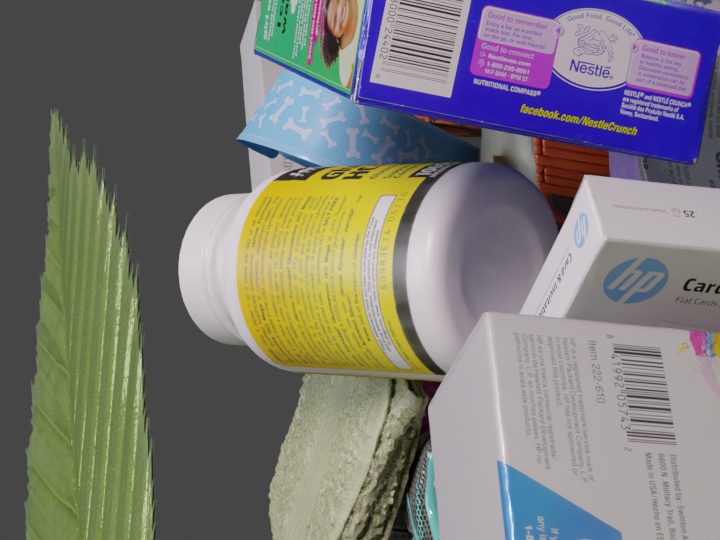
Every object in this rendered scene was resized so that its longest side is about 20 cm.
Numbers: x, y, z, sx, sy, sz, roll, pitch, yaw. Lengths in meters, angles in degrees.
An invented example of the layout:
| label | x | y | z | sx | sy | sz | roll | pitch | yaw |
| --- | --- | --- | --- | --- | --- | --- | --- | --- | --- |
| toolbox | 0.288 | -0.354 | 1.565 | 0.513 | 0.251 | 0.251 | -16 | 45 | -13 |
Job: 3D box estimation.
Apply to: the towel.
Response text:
| label | x | y | z | sx | sy | sz | roll | pitch | yaw |
| --- | --- | --- | --- | --- | --- | --- | --- | --- | --- |
| towel | -0.012 | 0.110 | 1.284 | 0.149 | 0.036 | 0.201 | -111 | 33 | -55 |

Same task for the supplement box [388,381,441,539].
| label | x | y | z | sx | sy | sz | roll | pitch | yaw |
| --- | --- | --- | --- | --- | --- | --- | --- | --- | --- |
| supplement box | 0.046 | 0.088 | 1.330 | 0.101 | 0.103 | 0.201 | 164 | 112 | -71 |

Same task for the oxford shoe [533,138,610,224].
| label | x | y | z | sx | sy | sz | roll | pitch | yaw |
| --- | --- | --- | --- | --- | --- | --- | --- | --- | --- |
| oxford shoe | 0.136 | -0.122 | 1.201 | 0.073 | 0.071 | 0.201 | -17 | -61 | -88 |

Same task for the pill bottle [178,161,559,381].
| label | x | y | z | sx | sy | sz | roll | pitch | yaw |
| --- | --- | --- | --- | --- | --- | --- | --- | --- | --- |
| pill bottle | 0.000 | 0.000 | 1.172 | 0.199 | 0.112 | 0.113 | 1 | 84 | 42 |

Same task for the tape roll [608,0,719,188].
| label | x | y | z | sx | sy | sz | roll | pitch | yaw |
| --- | --- | --- | --- | --- | --- | --- | --- | --- | --- |
| tape roll | 0.183 | -0.083 | 1.008 | 0.200 | 0.065 | 0.201 | -173 | 90 | -74 |

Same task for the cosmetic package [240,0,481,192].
| label | x | y | z | sx | sy | sz | roll | pitch | yaw |
| --- | --- | --- | --- | --- | --- | --- | --- | --- | --- |
| cosmetic package | 0.003 | -0.083 | 1.450 | 0.052 | 0.150 | 0.201 | 117 | 154 | -48 |

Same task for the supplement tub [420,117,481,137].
| label | x | y | z | sx | sy | sz | roll | pitch | yaw |
| --- | --- | --- | --- | --- | --- | --- | --- | --- | --- |
| supplement tub | 0.049 | -0.189 | 1.385 | 0.122 | 0.122 | 0.201 | -176 | 91 | -73 |

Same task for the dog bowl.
| label | x | y | z | sx | sy | sz | roll | pitch | yaw |
| --- | --- | --- | --- | --- | --- | --- | --- | --- | --- |
| dog bowl | 0.017 | -0.066 | 1.300 | 0.111 | 0.200 | 0.050 | 19 | 87 | 44 |

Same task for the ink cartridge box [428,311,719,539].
| label | x | y | z | sx | sy | sz | roll | pitch | yaw |
| --- | --- | --- | --- | --- | --- | --- | --- | --- | --- |
| ink cartridge box | 0.137 | 0.104 | 0.866 | 0.085 | 0.199 | 0.145 | 116 | 155 | -54 |

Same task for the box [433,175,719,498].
| label | x | y | z | sx | sy | sz | roll | pitch | yaw |
| --- | --- | --- | --- | --- | --- | --- | --- | --- | --- |
| box | 0.136 | 0.049 | 0.960 | 0.041 | 0.155 | 0.201 | -103 | 26 | -43 |

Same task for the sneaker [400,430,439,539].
| label | x | y | z | sx | sy | sz | roll | pitch | yaw |
| --- | --- | --- | --- | --- | --- | --- | --- | --- | --- |
| sneaker | 0.065 | 0.176 | 1.204 | 0.091 | 0.077 | 0.201 | 91 | 162 | -73 |

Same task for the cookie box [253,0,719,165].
| label | x | y | z | sx | sy | sz | roll | pitch | yaw |
| --- | --- | --- | --- | --- | --- | --- | --- | --- | --- |
| cookie box | 0.053 | -0.112 | 1.046 | 0.200 | 0.170 | 0.076 | -146 | 67 | -71 |

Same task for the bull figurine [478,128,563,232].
| label | x | y | z | sx | sy | sz | roll | pitch | yaw |
| --- | --- | --- | --- | --- | --- | --- | --- | --- | --- |
| bull figurine | 0.090 | -0.076 | 1.256 | 0.065 | 0.121 | 0.201 | -29 | 58 | 32 |
